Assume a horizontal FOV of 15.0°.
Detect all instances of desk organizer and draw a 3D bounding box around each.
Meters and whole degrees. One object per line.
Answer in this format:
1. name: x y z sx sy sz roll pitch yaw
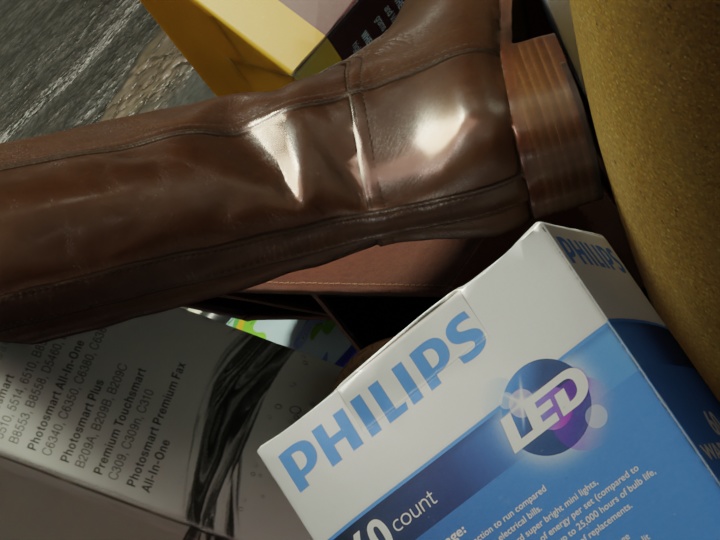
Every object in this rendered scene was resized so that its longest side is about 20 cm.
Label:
1. desk organizer: 0.000 0.000 0.931 0.199 0.072 0.077 1 47 49

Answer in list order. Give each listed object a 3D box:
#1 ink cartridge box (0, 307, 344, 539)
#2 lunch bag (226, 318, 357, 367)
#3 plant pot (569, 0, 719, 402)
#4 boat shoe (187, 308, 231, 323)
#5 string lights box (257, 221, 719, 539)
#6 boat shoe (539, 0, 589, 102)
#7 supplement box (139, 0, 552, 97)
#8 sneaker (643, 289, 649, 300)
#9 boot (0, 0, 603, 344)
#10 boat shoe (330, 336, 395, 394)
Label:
1. ink cartridge box: -0.053 0.091 0.860 0.146 0.199 0.085 111 -179 -49
2. lunch bag: 0.017 0.036 1.036 0.200 0.082 0.161 -46 27 5
3. plant pot: 0.136 -0.054 0.757 0.185 0.200 0.187 -19 48 23
4. boat shoe: -0.060 0.066 1.147 0.200 0.072 0.068 -46 40 1
5. string lights box: 0.072 0.098 0.707 0.103 0.201 0.059 -38 -17 17
6. boat shoe: 0.111 -0.073 0.902 0.068 0.199 0.074 -26 54 15
7. supplement box: 0.019 -0.149 1.131 0.133 0.197 0.200 38 84 25
8. sneaker: 0.090 0.042 0.924 0.199 0.073 0.082 -31 22 10
9. boot: -0.041 -0.047 0.835 0.199 0.065 0.187 -16 26 -1
10. boat shoe: 0.085 0.073 0.777 0.199 0.076 0.072 23 96 23
